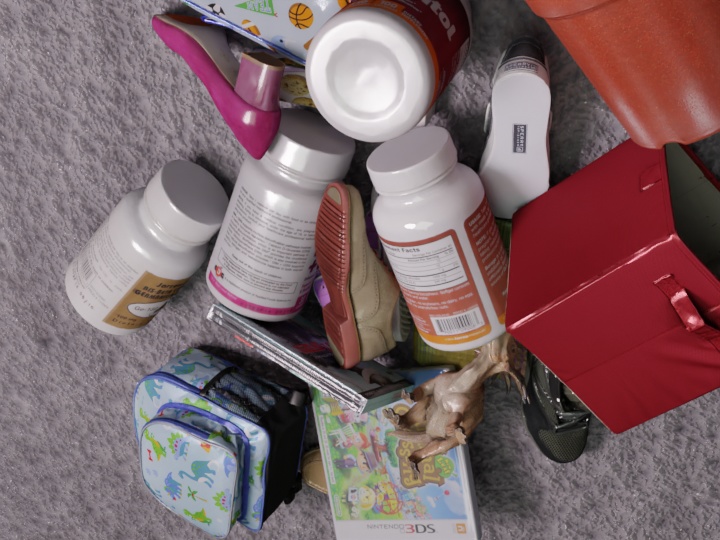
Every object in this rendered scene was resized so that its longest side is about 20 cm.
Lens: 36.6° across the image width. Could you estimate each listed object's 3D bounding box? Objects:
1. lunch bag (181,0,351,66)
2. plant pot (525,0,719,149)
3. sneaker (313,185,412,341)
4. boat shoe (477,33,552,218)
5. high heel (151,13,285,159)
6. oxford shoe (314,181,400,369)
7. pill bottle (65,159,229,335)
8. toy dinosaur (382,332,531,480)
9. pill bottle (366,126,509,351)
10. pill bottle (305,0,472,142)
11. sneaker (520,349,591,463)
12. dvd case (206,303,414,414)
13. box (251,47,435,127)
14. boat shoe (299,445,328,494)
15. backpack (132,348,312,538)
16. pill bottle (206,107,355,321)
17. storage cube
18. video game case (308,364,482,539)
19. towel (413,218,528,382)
[{"bbox_3d":[-0.085,-0.291,1.035,0.199,0.076,0.161,29,127,3],"label":"lunch bag"},{"bbox_3d":[0.244,-0.220,0.889,0.199,0.202,0.196,-24,115,30],"label":"plant pot"},{"bbox_3d":[-0.003,-0.017,1.159,0.113,0.073,0.202,12,121,18],"label":"sneaker"},{"bbox_3d":[0.148,-0.134,1.040,0.071,0.068,0.201,5,141,10],"label":"boat shoe"},{"bbox_3d":[-0.152,-0.189,1.082,0.199,0.067,0.097,36,121,39],"label":"high heel"},{"bbox_3d":[0.000,0.000,1.093,0.074,0.070,0.202,-14,122,-19],"label":"oxford shoe"},{"bbox_3d":[-0.235,-0.026,1.214,0.114,0.115,0.200,43,124,-6],"label":"pill bottle"},{"bbox_3d":[0.106,0.141,1.142,0.086,0.135,0.200,54,142,16],"label":"toy dinosaur"},{"bbox_3d":[0.078,-0.031,1.057,0.111,0.113,0.201,-9,120,25],"label":"pill bottle"},{"bbox_3d":[0.035,-0.200,0.963,0.112,0.200,0.114,9,121,16],"label":"pill bottle"},{"bbox_3d":[0.216,0.139,1.131,0.075,0.115,0.201,-8,121,-7],"label":"sneaker"},{"bbox_3d":[-0.051,0.088,1.169,0.199,0.146,0.022,31,102,20],"label":"dvd case"},{"bbox_3d":[-0.023,-0.185,1.090,0.198,0.039,0.042,13,122,14],"label":"box"},{"bbox_3d":[0.015,0.259,1.308,0.198,0.065,0.072,7,120,17],"label":"boat shoe"},{"bbox_3d":[-0.179,0.198,1.287,0.199,0.147,0.185,25,127,24],"label":"backpack"},{"bbox_3d":[-0.082,-0.058,1.135,0.112,0.113,0.201,25,118,5],"label":"pill bottle"},{"bbox_3d":[0.252,0.008,0.991,0.179,0.201,0.171,-33,118,33],"label":"storage cube"},{"bbox_3d":[0.038,0.212,1.241,0.180,0.022,0.203,-7,97,26],"label":"video game case"},{"bbox_3d":[0.127,0.031,1.165,0.142,0.023,0.202,9,120,16],"label":"towel"}]
